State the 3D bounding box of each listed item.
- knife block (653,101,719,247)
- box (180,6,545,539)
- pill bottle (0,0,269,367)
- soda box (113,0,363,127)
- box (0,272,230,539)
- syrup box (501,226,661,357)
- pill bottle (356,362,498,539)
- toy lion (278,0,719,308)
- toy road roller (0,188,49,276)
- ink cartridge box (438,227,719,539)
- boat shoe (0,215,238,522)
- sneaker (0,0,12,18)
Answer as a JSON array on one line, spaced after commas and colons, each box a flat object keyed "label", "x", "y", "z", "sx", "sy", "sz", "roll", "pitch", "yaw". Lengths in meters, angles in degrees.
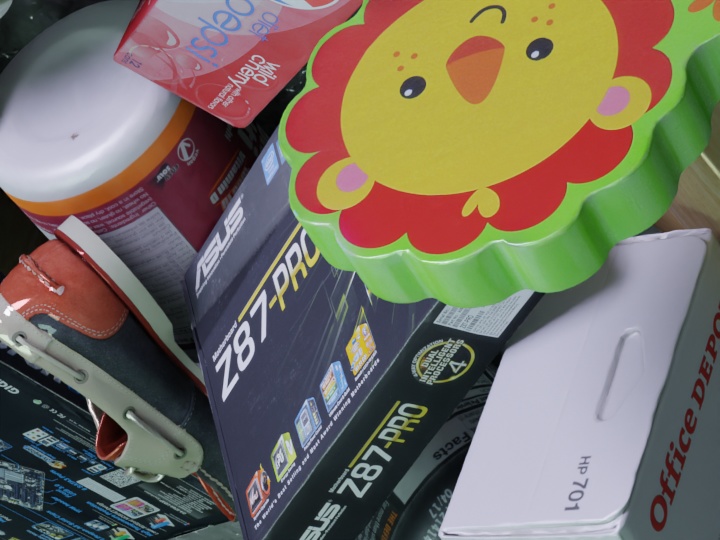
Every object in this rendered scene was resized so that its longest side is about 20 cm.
[{"label": "knife block", "x": 0.169, "y": -0.033, "z": 0.979, "sx": 0.175, "sy": 0.064, "sz": 0.200, "roll": 37, "pitch": 164, "yaw": 35}, {"label": "box", "x": 0.000, "y": 0.000, "z": 1.059, "sx": 0.049, "sy": 0.162, "sz": 0.200, "roll": 13, "pitch": 132, "yaw": -28}, {"label": "pill bottle", "x": -0.083, "y": -0.026, "z": 1.206, "sx": 0.109, "sy": 0.110, "sz": 0.200, "roll": 1, "pitch": 146, "yaw": 35}, {"label": "soda box", "x": -0.031, "y": -0.131, "z": 1.030, "sx": 0.070, "sy": 0.064, "sz": 0.200, "roll": 28, "pitch": 152, "yaw": -12}, {"label": "box", "x": -0.169, "y": 0.080, "z": 1.252, "sx": 0.158, "sy": 0.046, "sz": 0.200, "roll": -20, "pitch": 140, "yaw": 37}, {"label": "syrup box", "x": 0.118, "y": 0.038, "z": 1.202, "sx": 0.081, "sy": 0.079, "sz": 0.200, "roll": 12, "pitch": 151, "yaw": 17}, {"label": "pill bottle", "x": 0.033, "y": 0.089, "z": 1.155, "sx": 0.200, "sy": 0.106, "sz": 0.106, "roll": 47, "pitch": 171, "yaw": 38}, {"label": "toy lion", "x": 0.066, "y": -0.080, "z": 0.846, "sx": 0.199, "sy": 0.193, "sz": 0.069, "roll": -20, "pitch": 138, "yaw": 14}, {"label": "toy road roller", "x": -0.109, "y": 0.033, "z": 1.330, "sx": 0.145, "sy": 0.124, "sz": 0.200, "roll": 0, "pitch": 148, "yaw": 11}, {"label": "ink cartridge box", "x": 0.129, "y": 0.105, "z": 1.019, "sx": 0.085, "sy": 0.147, "sz": 0.200, "roll": -7, "pitch": 135, "yaw": 36}, {"label": "boat shoe", "x": -0.101, "y": 0.058, "z": 1.161, "sx": 0.071, "sy": 0.063, "sz": 0.200, "roll": 32, "pitch": 163, "yaw": 44}, {"label": "sneaker", "x": -0.160, "y": -0.160, "z": 1.065, "sx": 0.199, "sy": 0.078, "sz": 0.100, "roll": -25, "pitch": 91, "yaw": 34}]
